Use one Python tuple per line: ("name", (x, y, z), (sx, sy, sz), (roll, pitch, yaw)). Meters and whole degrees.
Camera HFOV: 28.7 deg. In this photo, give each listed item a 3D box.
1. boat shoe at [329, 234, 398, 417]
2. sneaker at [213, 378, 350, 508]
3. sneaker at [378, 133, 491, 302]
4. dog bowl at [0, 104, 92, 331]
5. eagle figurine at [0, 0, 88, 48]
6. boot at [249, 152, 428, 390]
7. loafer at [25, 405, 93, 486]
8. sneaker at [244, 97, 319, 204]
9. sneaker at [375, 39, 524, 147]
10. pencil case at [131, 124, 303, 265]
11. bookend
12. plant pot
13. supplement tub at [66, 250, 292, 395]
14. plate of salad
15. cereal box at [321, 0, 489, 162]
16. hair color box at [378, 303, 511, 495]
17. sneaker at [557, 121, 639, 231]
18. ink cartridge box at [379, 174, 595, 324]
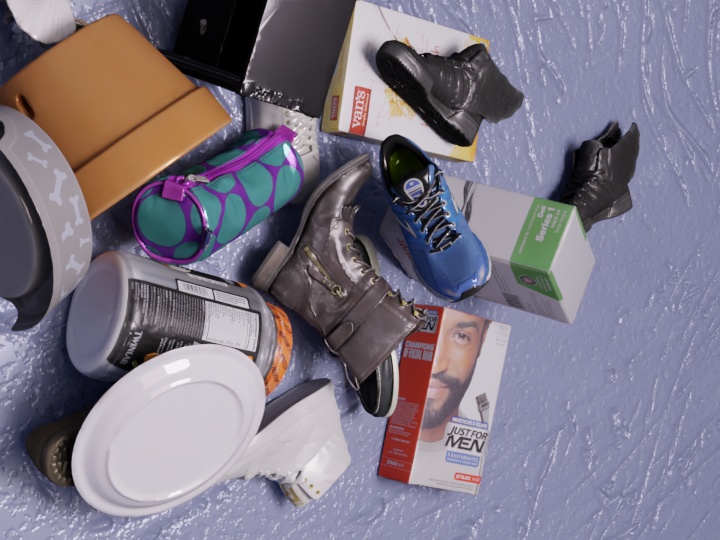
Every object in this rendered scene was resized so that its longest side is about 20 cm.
("boat shoe", (-0.008, 0.065, 1.519), (0.066, 0.074, 0.201), (-12, 100, -34))
("sneaker", (-0.089, 0.206, 1.467), (0.199, 0.073, 0.116), (-27, 106, -34))
("sneaker", (0.065, -0.055, 1.426), (0.078, 0.201, 0.089), (-31, 150, 5))
("dog bowl", (-0.309, -0.050, 1.204), (0.059, 0.199, 0.202), (-32, 112, -43))
("eagle figurine", (-0.263, -0.311, 1.247), (0.151, 0.200, 0.152), (40, 25, 7))
("boot", (0.000, 0.000, 1.461), (0.174, 0.069, 0.201), (37, 95, 1))
("loafer", (-0.238, 0.160, 1.353), (0.199, 0.067, 0.077), (6, 102, -54))
("sneaker", (-0.073, -0.159, 1.444), (0.073, 0.084, 0.202), (-30, 115, -33))
("sneaker", (0.100, -0.214, 1.542), (0.200, 0.060, 0.105), (43, 70, -37))
("pencil case", (-0.133, -0.075, 1.364), (0.200, 0.085, 0.093), (-39, 157, -56))
("bookend", (-0.094, -0.265, 1.322), (0.092, 0.198, 0.202), (13, 99, -36))
("plant pot", (-0.234, -0.135, 1.265), (0.200, 0.200, 0.141), (-39, 100, -29))
("supplement tub", (-0.172, 0.060, 1.360), (0.199, 0.122, 0.124), (17, 83, -38))
("plate of salad", (-0.180, 0.145, 1.311), (0.199, 0.048, 0.201), (-23, 135, -24))
("cereal box", (0.053, -0.207, 1.566), (0.199, 0.039, 0.145), (8, 88, -38))
("hair color box", (0.097, 0.148, 1.614), (0.110, 0.064, 0.202), (15, 83, -37))
("sneaker", (0.279, -0.111, 1.731), (0.199, 0.060, 0.105), (-23, 108, -40))
("ink cartridge box", (0.139, -0.028, 1.523), (0.085, 0.199, 0.146), (-66, 155, -16))
